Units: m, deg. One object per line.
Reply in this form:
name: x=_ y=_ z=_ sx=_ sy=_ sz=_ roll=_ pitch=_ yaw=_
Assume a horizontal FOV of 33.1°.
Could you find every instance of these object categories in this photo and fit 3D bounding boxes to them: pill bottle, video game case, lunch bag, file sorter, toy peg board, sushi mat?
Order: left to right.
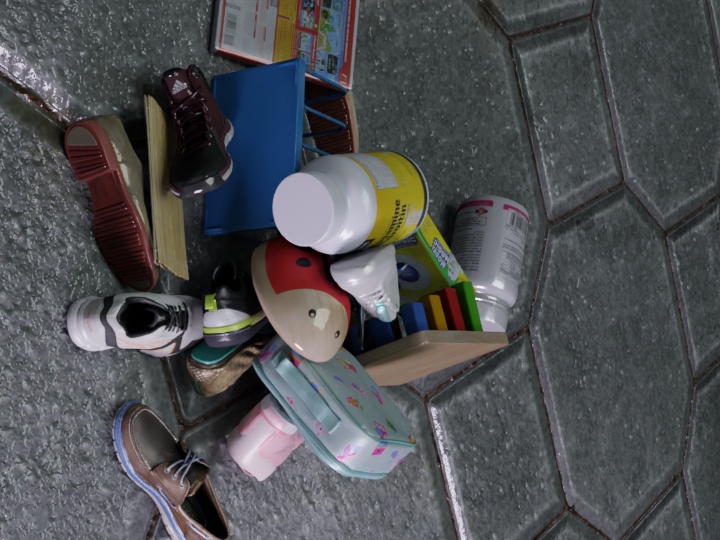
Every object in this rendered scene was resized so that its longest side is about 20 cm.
sushi mat: x=-0.220 y=-0.091 z=1.371 sx=0.096 sy=0.012 sz=0.201 roll=56 pitch=27 yaw=-73
file sorter: x=-0.098 y=-0.138 z=1.493 sx=0.122 sy=0.138 sz=0.201 roll=16 pitch=73 yaw=-54
video game case: x=-0.094 y=-0.322 z=1.561 sx=0.199 sy=0.017 sz=0.144 roll=12 pitch=75 yaw=-29
lunch bag: x=-0.037 y=0.154 z=1.436 sx=0.200 sy=0.077 sz=0.160 roll=48 pitch=14 yaw=25
pill bottle: x=-0.012 y=-0.078 z=1.391 sx=0.200 sy=0.112 sz=0.113 roll=-14 pitch=97 yaw=-58
toy peg board: x=0.057 y=0.082 z=1.627 sx=0.199 sy=0.199 sz=0.098 roll=5 pitch=66 yaw=-51
pill bottle: x=0.190 y=-0.004 z=1.859 sx=0.113 sy=0.113 sz=0.201 roll=34 pitch=60 yaw=-44

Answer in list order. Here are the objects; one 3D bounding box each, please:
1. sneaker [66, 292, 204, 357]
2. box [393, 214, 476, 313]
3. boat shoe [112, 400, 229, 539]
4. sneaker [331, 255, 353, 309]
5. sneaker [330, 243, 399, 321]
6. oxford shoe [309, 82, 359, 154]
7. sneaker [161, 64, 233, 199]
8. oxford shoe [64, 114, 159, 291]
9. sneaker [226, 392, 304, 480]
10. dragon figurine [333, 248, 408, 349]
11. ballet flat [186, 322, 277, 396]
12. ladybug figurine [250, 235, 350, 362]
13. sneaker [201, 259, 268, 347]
sneaker: x=-0.226 y=0.060 z=1.350 sx=0.200 sy=0.080 sz=0.074 roll=-2 pitch=85 yaw=-54
box: x=0.067 y=-0.019 z=1.702 sx=0.200 sy=0.117 sz=0.048 roll=57 pitch=45 yaw=-30
boat shoe: x=-0.203 y=0.227 z=1.361 sx=0.072 sy=0.072 sz=0.201 roll=-53 pitch=125 yaw=-41
sneaker: x=-0.018 y=-0.031 z=1.627 sx=0.200 sy=0.079 sz=0.131 roll=37 pitch=59 yaw=-44
sneaker: x=0.018 y=0.019 z=1.411 sx=0.200 sy=0.075 sz=0.089 roll=-14 pitch=88 yaw=-81
oxford shoe: x=-0.029 y=-0.240 z=1.646 sx=0.074 sy=0.070 sz=0.201 roll=-22 pitch=103 yaw=-53
sneaker: x=-0.197 y=-0.165 z=1.370 sx=0.200 sy=0.075 sz=0.116 roll=-100 pitch=169 yaw=-62
oxford shoe: x=-0.255 y=-0.077 z=1.339 sx=0.075 sy=0.070 sz=0.201 roll=-37 pitch=116 yaw=-55
sneaker: x=-0.106 y=0.198 z=1.500 sx=0.075 sy=0.105 sz=0.200 roll=43 pitch=9 yaw=10
dragon figurine: x=0.000 y=0.000 z=1.548 sx=0.099 sy=0.059 sz=0.201 roll=43 pitch=58 yaw=-30
ballet flat: x=-0.142 y=0.092 z=1.478 sx=0.200 sy=0.070 sz=0.066 roll=-32 pitch=137 yaw=-46
ladybug figurine: x=-0.064 y=0.022 z=1.415 sx=0.136 sy=0.072 sz=0.200 roll=38 pitch=19 yaw=-34
sneaker: x=-0.137 y=0.022 z=1.425 sx=0.200 sy=0.071 sz=0.083 roll=-61 pitch=141 yaw=-71
